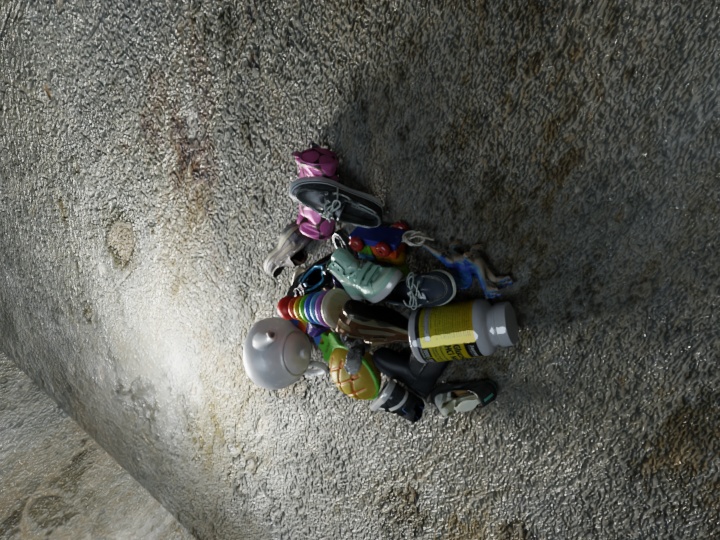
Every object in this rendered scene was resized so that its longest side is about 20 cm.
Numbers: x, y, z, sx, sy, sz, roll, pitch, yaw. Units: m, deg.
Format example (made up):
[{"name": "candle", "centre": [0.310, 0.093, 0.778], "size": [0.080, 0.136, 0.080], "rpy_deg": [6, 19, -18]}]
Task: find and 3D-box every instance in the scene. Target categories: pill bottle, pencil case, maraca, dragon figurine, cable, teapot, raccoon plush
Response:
[{"name": "pill bottle", "centre": [0.204, 0.118, 1.432], "size": [0.198, 0.113, 0.113], "rpy_deg": [-11, 112, 27]}, {"name": "pencil case", "centre": [-0.095, -0.163, 1.541], "size": [0.093, 0.091, 0.201], "rpy_deg": [3, 126, -1]}, {"name": "maraca", "centre": [-0.028, 0.227, 1.723], "size": [0.200, 0.107, 0.138], "rpy_deg": [41, 140, 21]}, {"name": "dragon figurine", "centre": [0.197, -0.002, 1.412], "size": [0.199, 0.059, 0.100], "rpy_deg": [9, 124, 37]}, {"name": "cable", "centre": [0.000, 0.000, 1.625], "size": [0.201, 0.050, 0.097], "rpy_deg": [60, 157, 8]}, {"name": "teapot", "centre": [-0.190, 0.212, 1.838], "size": [0.145, 0.200, 0.199], "rpy_deg": [-4, 105, 32]}, {"name": "raccoon plush", "centre": [0.008, 0.169, 1.607], "size": [0.096, 0.201, 0.134], "rpy_deg": [-5, 140, 32]}]

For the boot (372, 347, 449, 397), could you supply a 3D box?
[{"name": "boot", "centre": [0.121, 0.175, 1.606], "size": [0.164, 0.066, 0.201], "rpy_deg": [31, 139, 10]}]

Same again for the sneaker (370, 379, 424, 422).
[{"name": "sneaker", "centre": [0.090, 0.321, 1.711], "size": [0.111, 0.073, 0.200], "rpy_deg": [31, 165, 2]}]

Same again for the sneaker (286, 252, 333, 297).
[{"name": "sneaker", "centre": [-0.123, 0.031, 1.676], "size": [0.073, 0.082, 0.200], "rpy_deg": [50, 124, 10]}]

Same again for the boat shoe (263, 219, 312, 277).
[{"name": "boat shoe", "centre": [-0.170, -0.036, 1.710], "size": [0.073, 0.074, 0.200], "rpy_deg": [44, 140, 7]}]

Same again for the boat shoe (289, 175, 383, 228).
[{"name": "boat shoe", "centre": [-0.050, -0.130, 1.465], "size": [0.198, 0.068, 0.074], "rpy_deg": [20, 126, -10]}]

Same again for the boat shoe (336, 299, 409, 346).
[{"name": "boat shoe", "centre": [0.032, 0.118, 1.508], "size": [0.074, 0.199, 0.076], "rpy_deg": [-57, 36, 20]}]

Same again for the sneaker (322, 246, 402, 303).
[{"name": "sneaker", "centre": [-0.003, 0.003, 1.471], "size": [0.118, 0.074, 0.200], "rpy_deg": [45, 156, -18]}]

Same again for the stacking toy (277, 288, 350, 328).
[{"name": "stacking toy", "centre": [-0.115, 0.083, 1.606], "size": [0.199, 0.085, 0.086], "rpy_deg": [-2, 117, 43]}]

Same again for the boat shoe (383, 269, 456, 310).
[{"name": "boat shoe", "centre": [0.112, 0.038, 1.444], "size": [0.199, 0.061, 0.076], "rpy_deg": [-2, 96, 57]}]

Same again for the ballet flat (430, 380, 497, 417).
[{"name": "ballet flat", "centre": [0.213, 0.285, 1.603], "size": [0.199, 0.068, 0.068], "rpy_deg": [-27, 101, 49]}]

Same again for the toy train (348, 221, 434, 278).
[{"name": "toy train", "centre": [0.078, -0.031, 1.487], "size": [0.199, 0.085, 0.116], "rpy_deg": [13, 138, 37]}]

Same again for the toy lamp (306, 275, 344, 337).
[{"name": "toy lamp", "centre": [-0.075, 0.082, 1.661], "size": [0.058, 0.058, 0.201], "rpy_deg": [41, 133, 10]}]

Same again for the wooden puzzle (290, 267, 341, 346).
[{"name": "wooden puzzle", "centre": [-0.104, 0.113, 1.781], "size": [0.199, 0.046, 0.186], "rpy_deg": [36, 137, 16]}]
